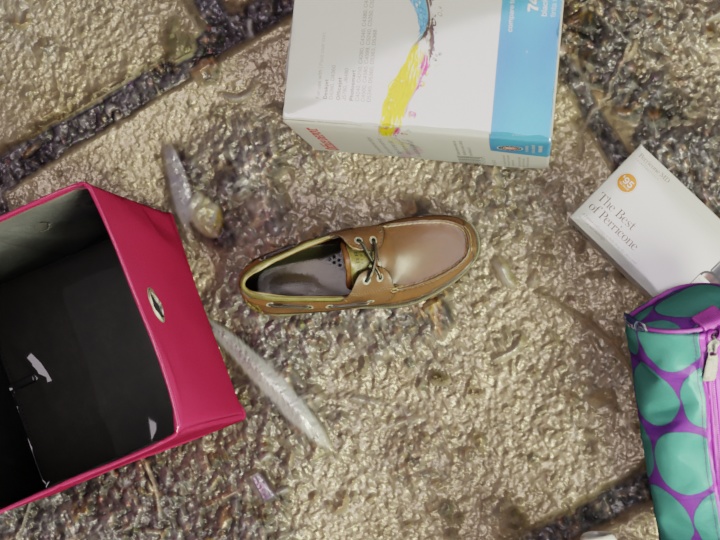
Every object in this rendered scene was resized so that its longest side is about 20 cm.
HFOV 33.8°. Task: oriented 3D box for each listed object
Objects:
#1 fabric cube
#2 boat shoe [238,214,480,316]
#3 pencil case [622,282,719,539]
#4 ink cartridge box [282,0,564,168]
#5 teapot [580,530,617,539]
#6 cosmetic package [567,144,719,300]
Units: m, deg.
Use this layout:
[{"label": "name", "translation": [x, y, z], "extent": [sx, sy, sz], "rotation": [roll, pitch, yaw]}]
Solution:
[{"label": "fabric cube", "translation": [-0.228, 0.067, 0.924], "extent": [0.199, 0.199, 0.197], "rotation": [-22, 83, 7]}, {"label": "boat shoe", "translation": [0.000, 0.000, 0.959], "extent": [0.199, 0.068, 0.072], "rotation": [-16, 83, 6]}, {"label": "pencil case", "translation": [0.250, 0.115, 0.880], "extent": [0.085, 0.092, 0.201], "rotation": [-14, 104, -6]}, {"label": "ink cartridge box", "translation": [0.054, -0.166, 0.922], "extent": [0.199, 0.147, 0.147], "rotation": [5, 88, 8]}, {"label": "teapot", "translation": [0.241, 0.295, 0.862], "extent": [0.197, 0.200, 0.146], "rotation": [21, 72, 23]}, {"label": "cosmetic package", "translation": [0.263, 0.000, 0.931], "extent": [0.200, 0.051, 0.083], "rotation": [44, 93, 8]}]
